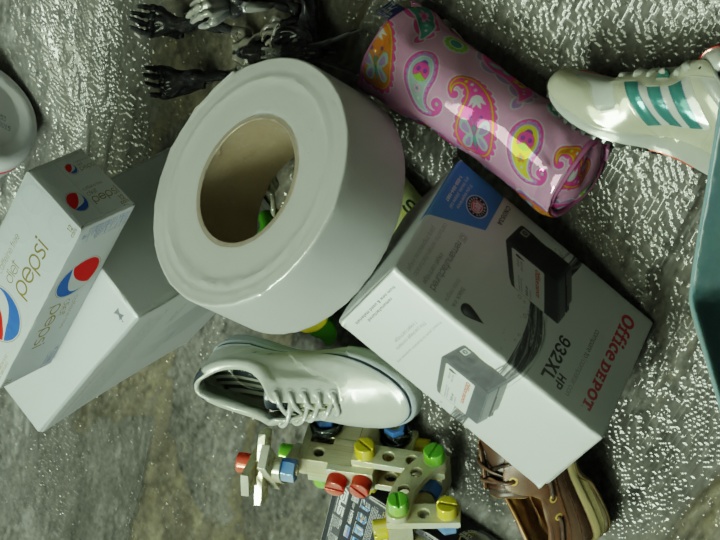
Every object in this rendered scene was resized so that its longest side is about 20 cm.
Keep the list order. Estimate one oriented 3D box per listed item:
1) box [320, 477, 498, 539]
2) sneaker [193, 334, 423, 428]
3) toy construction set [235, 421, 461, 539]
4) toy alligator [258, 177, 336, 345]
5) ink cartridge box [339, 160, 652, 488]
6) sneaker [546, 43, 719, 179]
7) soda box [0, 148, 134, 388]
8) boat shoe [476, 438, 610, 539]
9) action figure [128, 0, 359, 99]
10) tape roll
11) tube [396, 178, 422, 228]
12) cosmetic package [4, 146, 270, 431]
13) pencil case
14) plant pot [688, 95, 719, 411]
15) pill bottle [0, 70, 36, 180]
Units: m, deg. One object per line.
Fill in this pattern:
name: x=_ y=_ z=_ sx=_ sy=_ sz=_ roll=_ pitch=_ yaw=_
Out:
box: x=0.034 y=0.283 z=1.879 sx=0.161 sy=0.049 sz=0.201 roll=32 pitch=129 yaw=25
sneaker: x=-0.046 y=0.104 z=1.755 sx=0.199 sy=0.071 sz=0.073 roll=6 pitch=122 yaw=28
toy construction set: x=-0.005 y=0.178 z=1.782 sx=0.199 sy=0.132 sz=0.092 roll=17 pitch=139 yaw=2
toy alligator: x=-0.071 y=-0.008 z=1.758 sx=0.059 sy=0.054 sz=0.201 roll=-110 pitch=0 yaw=-51
ink cartridge box: x=0.105 y=0.039 z=1.591 sx=0.200 sy=0.145 sz=0.084 roll=39 pitch=133 yaw=-7
sneaker: x=0.229 y=-0.125 z=1.498 sx=0.199 sy=0.070 sz=0.094 roll=25 pitch=115 yaw=27
soda box: x=-0.254 y=0.001 z=1.677 sx=0.068 sy=0.064 sz=0.200 roll=45 pitch=130 yaw=14
boat shoe: x=0.129 y=0.153 z=1.680 sx=0.072 sy=0.068 sz=0.201 roll=12 pitch=139 yaw=56
action figure: x=-0.099 y=-0.172 z=1.710 sx=0.199 sy=0.102 sz=0.120 roll=3 pitch=103 yaw=39
tape roll: x=-0.064 y=-0.058 z=1.605 sx=0.202 sy=0.071 sz=0.203 roll=-20 pitch=59 yaw=37
tube: x=0.056 y=-0.005 z=1.697 sx=0.200 sy=0.058 sz=0.052 roll=46 pitch=136 yaw=7
cosmetic package: x=-0.204 y=0.008 z=1.820 sx=0.123 sy=0.200 sz=0.199 roll=50 pitch=133 yaw=6
pencil case: x=0.092 y=-0.123 z=1.594 sx=0.200 sy=0.087 sz=0.088 roll=37 pitch=131 yaw=20
plant pot: x=0.335 y=-0.010 z=1.368 sx=0.199 sy=0.196 sz=0.197 roll=2 pitch=120 yaw=-2
pill bottle: x=-0.395 y=-0.105 z=1.978 sx=0.200 sy=0.109 sz=0.109 roll=-32 pitch=91 yaw=44
